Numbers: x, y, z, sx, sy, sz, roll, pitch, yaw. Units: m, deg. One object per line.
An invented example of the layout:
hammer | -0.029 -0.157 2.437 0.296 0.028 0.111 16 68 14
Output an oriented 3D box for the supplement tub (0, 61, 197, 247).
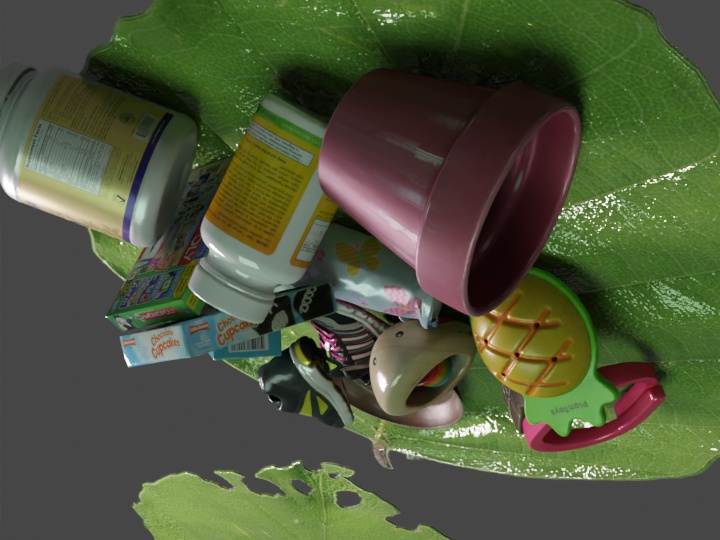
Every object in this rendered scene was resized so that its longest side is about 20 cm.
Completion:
supplement tub | -0.282 -0.122 1.368 0.199 0.146 0.146 20 152 1

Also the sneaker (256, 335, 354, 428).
sneaker | -0.069 0.145 1.650 0.084 0.075 0.200 -23 145 6

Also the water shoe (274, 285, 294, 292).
water shoe | -0.127 0.029 1.601 0.199 0.072 0.079 -7 148 45

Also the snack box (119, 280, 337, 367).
snack box | -0.135 0.055 1.379 0.116 0.199 0.037 -12 93 47

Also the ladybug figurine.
ladybug figurine | 0.068 0.103 1.538 0.072 0.136 0.200 45 -172 20

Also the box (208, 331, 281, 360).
box | -0.144 0.078 1.610 0.082 0.050 0.200 -3 179 -8

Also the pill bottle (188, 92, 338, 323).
pill bottle | -0.085 -0.057 1.269 0.111 0.201 0.111 27 -173 -4

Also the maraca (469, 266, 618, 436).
maraca | 0.193 0.085 1.413 0.137 0.107 0.201 -21 103 38

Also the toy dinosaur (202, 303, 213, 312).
toy dinosaur | -0.144 -0.020 1.506 0.047 0.089 0.200 10 144 -33

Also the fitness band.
fitness band | 0.265 0.158 1.529 0.143 0.038 0.200 -6 154 -15

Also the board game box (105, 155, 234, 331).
board game box | -0.177 -0.033 1.392 0.134 0.201 0.029 -14 133 46

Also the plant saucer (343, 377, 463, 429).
plant saucer | 0.042 0.141 1.720 0.199 0.035 0.201 16 152 9

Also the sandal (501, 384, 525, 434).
sandal | 0.202 0.131 1.562 0.054 0.081 0.200 -15 152 -4

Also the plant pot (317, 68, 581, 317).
plant pot | 0.070 -0.086 1.170 0.178 0.200 0.200 27 155 23

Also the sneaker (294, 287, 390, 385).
sneaker | -0.021 0.081 1.550 0.074 0.088 0.200 30 179 39

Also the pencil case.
pencil case | 0.000 0.000 1.455 0.199 0.084 0.091 17 159 8
